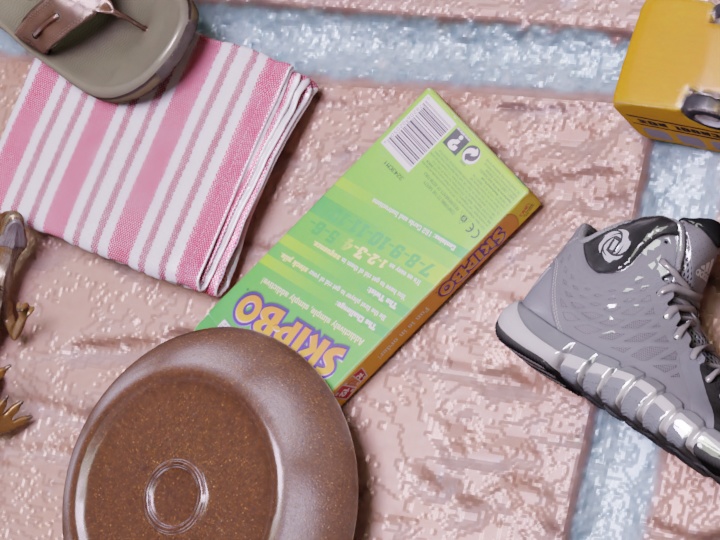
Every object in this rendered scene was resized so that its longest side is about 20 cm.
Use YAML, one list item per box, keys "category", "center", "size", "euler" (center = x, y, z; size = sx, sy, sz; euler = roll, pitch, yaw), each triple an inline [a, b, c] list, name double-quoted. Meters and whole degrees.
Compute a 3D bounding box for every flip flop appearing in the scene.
- category: "flip flop"
  center: [-0.179, -0.164, 1.518]
  size: [0.200, 0.058, 0.081]
  euler: [32, 89, 34]

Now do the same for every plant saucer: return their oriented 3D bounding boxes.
- category: "plant saucer"
  center: [-0.094, 0.127, 1.396]
  size: [0.200, 0.037, 0.201]
  euler: [-8, 75, 29]

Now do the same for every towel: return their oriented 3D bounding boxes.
- category: "towel"
  center: [-0.132, -0.076, 1.511]
  size: [0.200, 0.030, 0.147]
  euler: [20, 81, 33]

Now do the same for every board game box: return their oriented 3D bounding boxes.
- category: "board game box"
  center: [0.000, 0.000, 1.415]
  size: [0.200, 0.030, 0.096]
  euler: [-44, 59, 4]

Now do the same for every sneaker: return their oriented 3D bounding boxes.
- category: "sneaker"
  center: [0.170, 0.032, 1.293]
  size: [0.200, 0.075, 0.116]
  euler: [32, 86, 32]

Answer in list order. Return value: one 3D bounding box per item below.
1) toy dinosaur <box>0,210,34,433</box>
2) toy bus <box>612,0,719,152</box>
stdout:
- category: "toy dinosaur"
  center: [-0.245, 0.058, 1.512]
  size: [0.200, 0.060, 0.106]
  euler: [-51, 41, 6]
- category: "toy bus"
  center: [0.232, -0.090, 1.301]
  size: [0.200, 0.078, 0.065]
  euler: [13, 78, 30]
